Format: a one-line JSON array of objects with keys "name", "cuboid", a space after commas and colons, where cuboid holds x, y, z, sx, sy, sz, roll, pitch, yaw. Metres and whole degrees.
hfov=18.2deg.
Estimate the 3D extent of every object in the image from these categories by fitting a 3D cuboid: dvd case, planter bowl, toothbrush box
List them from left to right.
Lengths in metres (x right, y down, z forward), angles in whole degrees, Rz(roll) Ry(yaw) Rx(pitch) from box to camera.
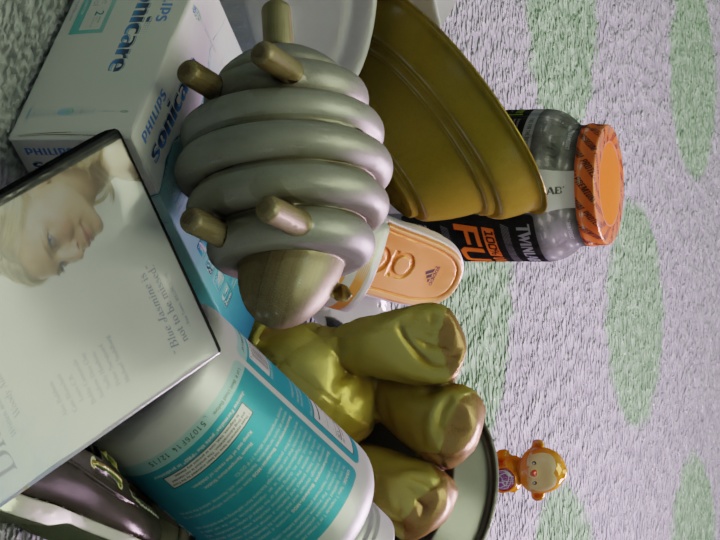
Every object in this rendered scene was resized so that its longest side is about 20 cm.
[{"name": "dvd case", "cuboid": [-0.170, 0.026, 1.199, 0.200, 0.018, 0.143, -35, 107, -42]}, {"name": "toothbrush box", "cuboid": [-0.119, -0.065, 1.378, 0.200, 0.085, 0.147, 67, 32, -46]}, {"name": "planter bowl", "cuboid": [0.041, -0.098, 1.622, 0.083, 0.200, 0.201, -37, 140, -9]}]

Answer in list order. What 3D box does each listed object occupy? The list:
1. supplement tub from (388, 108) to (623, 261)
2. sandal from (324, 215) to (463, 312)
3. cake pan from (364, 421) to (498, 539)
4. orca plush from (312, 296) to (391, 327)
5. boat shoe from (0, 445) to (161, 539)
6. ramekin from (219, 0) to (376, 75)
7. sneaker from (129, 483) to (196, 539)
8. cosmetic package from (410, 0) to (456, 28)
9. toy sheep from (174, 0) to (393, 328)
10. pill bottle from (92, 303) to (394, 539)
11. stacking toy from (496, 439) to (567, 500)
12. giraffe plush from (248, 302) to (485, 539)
[{"name": "supplement tub", "cuboid": [0.103, -0.068, 1.804, 0.122, 0.199, 0.123, 0, 90, -68]}, {"name": "sandal", "cuboid": [0.004, -0.007, 1.601, 0.206, 0.059, 0.079, 11, 110, -36]}, {"name": "cake pan", "cuboid": [0.005, 0.164, 1.569, 0.037, 0.200, 0.201, 38, 52, -41]}, {"name": "orca plush", "cuboid": [-0.008, -0.002, 1.691, 0.200, 0.105, 0.071, 43, 9, -38]}, {"name": "boat shoe", "cuboid": [-0.166, 0.122, 1.272, 0.201, 0.072, 0.061, 36, 61, -62]}, {"name": "ramekin", "cuboid": [-0.070, -0.210, 1.484, 0.200, 0.105, 0.201, 0, 90, -68]}, {"name": "sneaker", "cuboid": [-0.084, 0.178, 1.459, 0.200, 0.090, 0.067, 36, 59, -64]}, {"name": "cosmetic package", "cuboid": [0.007, -0.282, 1.693, 0.074, 0.101, 0.200, -62, 147, -52]}, {"name": "toy sheep", "cuboid": [-0.045, -0.063, 1.289, 0.138, 0.138, 0.201, 37, 52, -64]}, {"name": "pill bottle", "cuboid": [-0.067, 0.119, 1.370, 0.200, 0.111, 0.111, 45, 43, -27]}, {"name": "stacking toy", "cuboid": [0.056, 0.148, 1.678, 0.110, 0.199, 0.116, -3, 93, -69]}, {"name": "giraffe plush", "cuboid": [-0.027, 0.087, 1.526, 0.162, 0.200, 0.173, -163, -88, -82]}]
